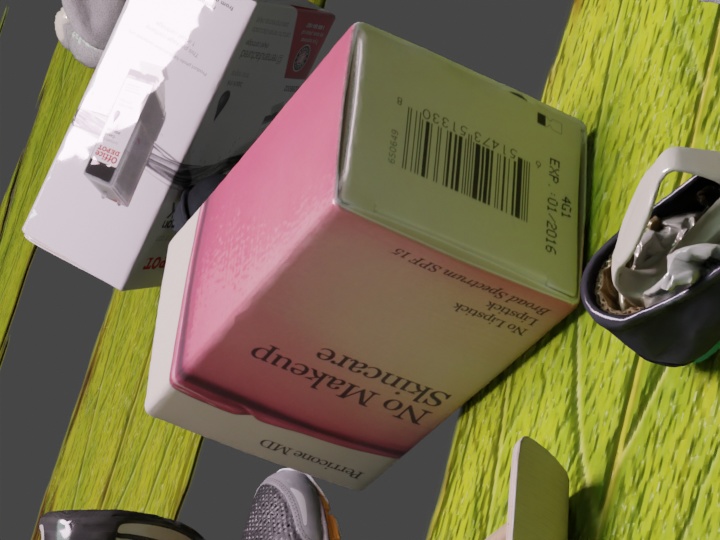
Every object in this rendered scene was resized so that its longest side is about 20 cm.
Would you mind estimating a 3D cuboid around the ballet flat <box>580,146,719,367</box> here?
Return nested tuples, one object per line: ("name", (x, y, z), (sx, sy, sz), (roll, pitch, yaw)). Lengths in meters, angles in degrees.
("ballet flat", (0.144, -0.034, 0.776), (0.200, 0.073, 0.073), (-48, 28, 42))

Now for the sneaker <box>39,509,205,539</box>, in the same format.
("sneaker", (-0.113, 0.198, 1.106), (0.201, 0.075, 0.116), (65, -154, -61))

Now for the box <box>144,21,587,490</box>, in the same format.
("box", (0.000, 0.000, 1.023), (0.200, 0.127, 0.109), (-46, 30, 47))

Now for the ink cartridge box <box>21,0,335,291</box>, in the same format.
("ink cartridge box", (-0.113, -0.093, 1.388), (0.201, 0.083, 0.147), (-64, -16, 12))

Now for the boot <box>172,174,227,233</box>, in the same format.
("boot", (-0.033, -0.052, 1.246), (0.163, 0.073, 0.199), (-62, 27, 20))

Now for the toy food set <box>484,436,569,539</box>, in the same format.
("toy food set", (0.017, 0.174, 0.895), (0.200, 0.060, 0.144), (-45, 30, 46))

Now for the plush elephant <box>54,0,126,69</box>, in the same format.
("plush elephant", (-0.132, -0.206, 1.517), (0.200, 0.164, 0.155), (-122, 15, -48))

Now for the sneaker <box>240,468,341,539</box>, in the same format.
("sneaker", (-0.064, 0.187, 1.068), (0.078, 0.077, 0.201), (-34, 37, 59))

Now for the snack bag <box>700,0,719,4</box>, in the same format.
("snack bag", (0.205, -0.150, 0.733), (0.189, 0.021, 0.200), (-48, 21, 0))
